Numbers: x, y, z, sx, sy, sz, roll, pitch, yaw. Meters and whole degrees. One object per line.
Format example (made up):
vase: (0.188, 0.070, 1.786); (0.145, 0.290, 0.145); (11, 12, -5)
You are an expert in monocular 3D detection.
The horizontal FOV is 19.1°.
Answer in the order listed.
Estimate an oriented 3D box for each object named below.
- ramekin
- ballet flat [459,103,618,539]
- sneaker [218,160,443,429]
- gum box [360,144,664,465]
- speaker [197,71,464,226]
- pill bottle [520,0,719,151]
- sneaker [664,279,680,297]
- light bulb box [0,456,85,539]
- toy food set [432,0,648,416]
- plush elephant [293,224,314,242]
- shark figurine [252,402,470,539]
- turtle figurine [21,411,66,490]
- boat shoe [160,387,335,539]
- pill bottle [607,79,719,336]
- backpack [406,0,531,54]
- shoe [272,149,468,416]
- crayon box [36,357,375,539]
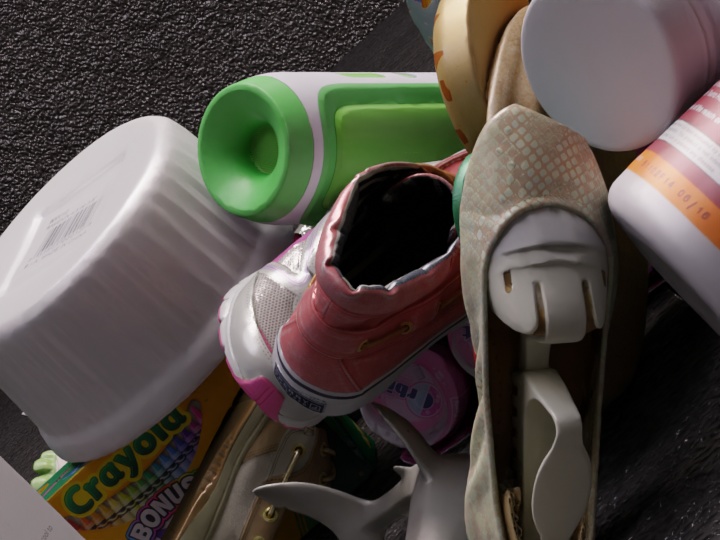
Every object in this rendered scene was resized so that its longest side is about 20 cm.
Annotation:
ramekin: (-0.142, 0.004, 1.247); (0.200, 0.098, 0.201); (-39, 23, 20)
ballet flat: (0.077, 0.035, 0.853); (0.067, 0.201, 0.062); (-5, 14, -13)
sneaker: (0.000, 0.000, 1.091); (0.088, 0.081, 0.200); (-38, 11, 42)
gum box: (0.083, 0.011, 1.155); (0.200, 0.066, 0.114); (-40, 10, 22)
speaker: (0.002, -0.071, 1.235); (0.200, 0.089, 0.088); (-5, -24, -48)
pill bottle: (0.158, -0.125, 0.931); (0.200, 0.109, 0.109); (-34, 1, -41)
sneaker: (0.186, -0.070, 1.032); (0.200, 0.083, 0.072); (-51, 12, -33)
light bulb box: (-0.180, 0.222, 0.956); (0.198, 0.200, 0.125); (-40, 10, 25)
toy food set: (0.084, -0.023, 0.972); (0.049, 0.200, 0.199); (-6, 69, 22)
plush elephant: (-0.039, 0.008, 1.366); (0.154, 0.165, 0.200); (-5, -27, -25)
shark figurine: (0.023, 0.099, 0.993); (0.128, 0.090, 0.214); (-44, 12, -8)
turtle figurine: (-0.179, 0.148, 1.436); (0.200, 0.144, 0.194); (-47, 6, -37)
boat shoe: (-0.049, 0.109, 1.175); (0.200, 0.066, 0.074); (-61, 9, 2)
pill bottle: (0.202, -0.057, 0.831); (0.200, 0.113, 0.113); (-44, 10, 2)
backpack: (0.101, -0.157, 1.173); (0.127, 0.167, 0.200); (-56, -18, -7)
shoe: (0.038, -0.019, 0.998); (0.200, 0.071, 0.091); (-43, -15, -38)
crayon box: (-0.102, 0.131, 1.255); (0.200, 0.119, 0.058); (-43, 10, 10)
